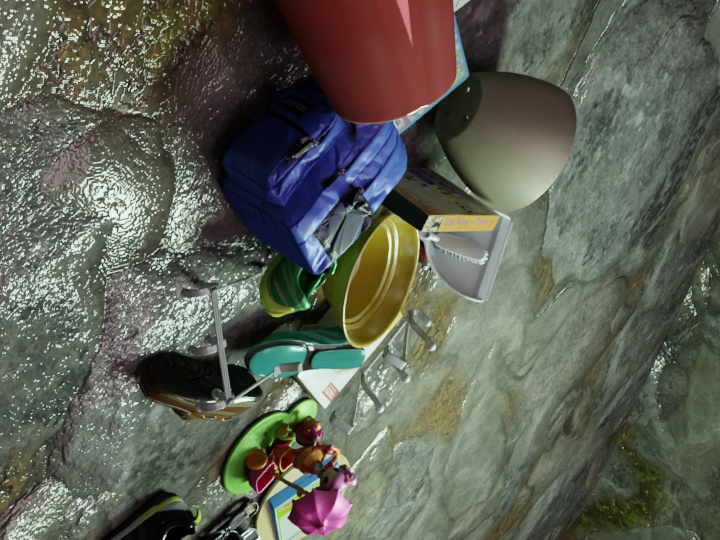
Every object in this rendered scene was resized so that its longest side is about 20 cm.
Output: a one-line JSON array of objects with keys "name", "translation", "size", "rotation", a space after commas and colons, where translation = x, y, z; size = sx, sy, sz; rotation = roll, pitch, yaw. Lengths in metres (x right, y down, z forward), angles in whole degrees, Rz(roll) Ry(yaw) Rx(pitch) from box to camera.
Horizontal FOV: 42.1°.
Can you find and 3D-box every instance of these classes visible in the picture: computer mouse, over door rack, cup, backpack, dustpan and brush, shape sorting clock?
[{"name": "computer mouse", "translation": [-0.197, 0.459, 1.540], "size": [0.110, 0.043, 0.202], "rotation": [-44, 142, -30]}, {"name": "over door rack", "translation": [0.041, 0.153, 1.390], "size": [0.148, 0.066, 0.200], "rotation": [-53, 178, 22]}, {"name": "cup", "translation": [0.191, -0.206, 1.354], "size": [0.142, 0.200, 0.202], "rotation": [24, 99, -32]}, {"name": "backpack", "translation": [-0.045, -0.127, 1.087], "size": [0.200, 0.162, 0.169], "rotation": [-46, 145, -15]}, {"name": "dustpan and brush", "translation": [0.124, -0.045, 1.423], "size": [0.057, 0.197, 0.142], "rotation": [-75, -176, -88]}, {"name": "over door rack", "translation": [-0.153, 0.080, 1.170], "size": [0.199, 0.066, 0.151], "rotation": [-18, 103, -62]}, {"name": "shape sorting clock", "translation": [-0.099, 0.392, 1.616], "size": [0.198, 0.039, 0.202], "rotation": [-29, 141, -26]}]

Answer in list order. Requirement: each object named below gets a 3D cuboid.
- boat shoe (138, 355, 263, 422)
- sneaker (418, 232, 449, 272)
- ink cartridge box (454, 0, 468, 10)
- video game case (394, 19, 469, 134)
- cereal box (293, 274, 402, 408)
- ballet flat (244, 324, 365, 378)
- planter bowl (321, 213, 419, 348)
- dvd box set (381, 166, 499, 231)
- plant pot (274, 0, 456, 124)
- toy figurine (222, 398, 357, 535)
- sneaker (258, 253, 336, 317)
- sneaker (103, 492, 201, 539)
[{"name": "boat shoe", "translation": [-0.210, 0.165, 1.213], "size": [0.074, 0.076, 0.199], "rotation": [-45, 148, 18]}, {"name": "sneaker", "translation": [0.152, -0.047, 1.534], "size": [0.199, 0.071, 0.099], "rotation": [8, 115, -56]}, {"name": "ink cartridge box", "translation": [0.121, -0.389, 1.193], "size": [0.199, 0.044, 0.095], "rotation": [-41, 147, -25]}, {"name": "video game case", "translation": [0.060, -0.281, 1.130], "size": [0.143, 0.018, 0.202], "rotation": [-40, 135, -19]}, {"name": "cereal box", "translation": [-0.023, 0.106, 1.456], "size": [0.201, 0.039, 0.144], "rotation": [-50, 150, -11]}, {"name": "ballet flat", "translation": [-0.086, 0.110, 1.330], "size": [0.197, 0.071, 0.068], "rotation": [0, 126, -33]}, {"name": "planter bowl", "translation": [0.000, 0.000, 1.333], "size": [0.200, 0.082, 0.203], "rotation": [-43, 144, -41]}, {"name": "dvd box set", "translation": [0.093, -0.102, 1.324], "size": [0.199, 0.146, 0.030], "rotation": [-5, 126, -54]}, {"name": "plant pot", "translation": [0.013, -0.264, 0.962], "size": [0.200, 0.199, 0.179], "rotation": [-40, 129, -25]}, {"name": "toy figurine", "translation": [-0.079, 0.315, 1.432], "size": [0.199, 0.183, 0.152], "rotation": [-36, 144, -32]}, {"name": "sneaker", "translation": [-0.061, -0.025, 1.195], "size": [0.074, 0.082, 0.203], "rotation": [57, 43, -47]}, {"name": "sneaker", "translation": [-0.303, 0.391, 1.279], "size": [0.200, 0.082, 0.072], "rotation": [-46, 148, -18]}]
